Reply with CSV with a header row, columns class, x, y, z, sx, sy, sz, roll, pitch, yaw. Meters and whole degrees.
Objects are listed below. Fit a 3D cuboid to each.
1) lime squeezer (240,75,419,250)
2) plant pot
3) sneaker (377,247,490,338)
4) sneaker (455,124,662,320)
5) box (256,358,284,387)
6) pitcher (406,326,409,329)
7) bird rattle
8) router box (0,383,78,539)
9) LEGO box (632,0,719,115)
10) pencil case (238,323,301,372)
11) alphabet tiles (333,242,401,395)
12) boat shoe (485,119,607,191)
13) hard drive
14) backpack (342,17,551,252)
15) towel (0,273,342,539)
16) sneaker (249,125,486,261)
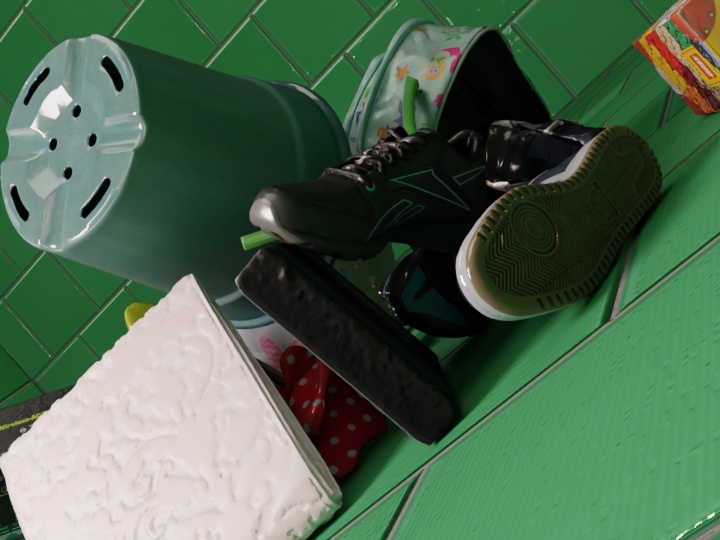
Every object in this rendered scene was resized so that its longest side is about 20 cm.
class,x,y,z,sx,sy,sz,roll,pitch,yaw
lime squeezer,0.004,-0.072,0.765,0.200,0.070,0.038,-47,-20,-29
plant pot,-0.139,-0.071,0.803,0.200,0.201,0.195,-42,-32,22
sneaker,0.052,0.021,0.817,0.081,0.074,0.200,-26,-3,18
sneaker,0.097,-0.012,0.654,0.200,0.070,0.108,-36,0,-44
box,-0.163,0.131,0.953,0.200,0.163,0.021,-43,32,28
pitcher,-0.007,0.055,1.270,0.199,0.123,0.171,-28,-11,40
bird rattle,-0.090,0.113,0.762,0.164,0.198,0.113,-58,-29,-14
router box,-0.215,0.163,0.880,0.198,0.062,0.151,-17,-47,-17
LEGO box,0.295,-0.204,0.740,0.200,0.077,0.149,-43,1,4
pencil case,-0.090,0.028,0.978,0.090,0.201,0.083,-35,9,29
alphabet tiles,0.000,0.000,0.970,0.014,0.200,0.198,-3,61,24
boat shoe,0.181,-0.084,0.894,0.092,0.076,0.199,10,9,31
hard drive,-0.005,0.035,0.685,0.033,0.139,0.200,-50,1,2
backpack,0.070,-0.112,0.926,0.179,0.149,0.200,-66,-27,-14
towel,-0.128,0.134,0.695,0.200,0.192,0.032,-42,-32,10
sneaker,0.011,-0.054,0.695,0.199,0.075,0.080,-6,-66,-47
